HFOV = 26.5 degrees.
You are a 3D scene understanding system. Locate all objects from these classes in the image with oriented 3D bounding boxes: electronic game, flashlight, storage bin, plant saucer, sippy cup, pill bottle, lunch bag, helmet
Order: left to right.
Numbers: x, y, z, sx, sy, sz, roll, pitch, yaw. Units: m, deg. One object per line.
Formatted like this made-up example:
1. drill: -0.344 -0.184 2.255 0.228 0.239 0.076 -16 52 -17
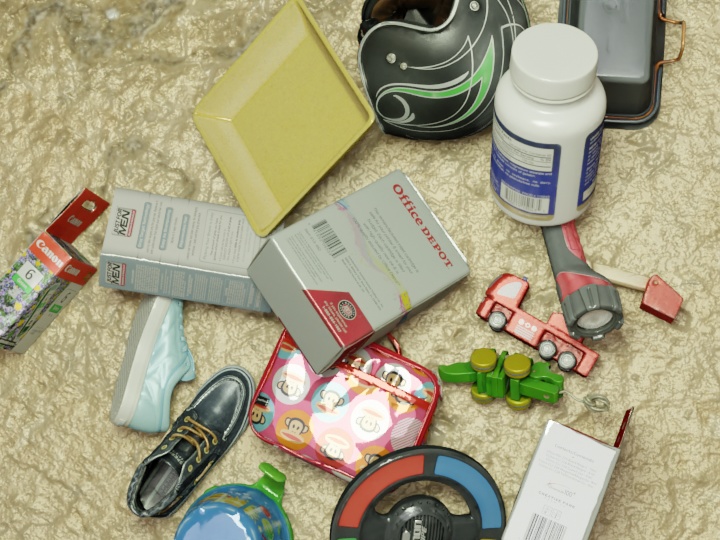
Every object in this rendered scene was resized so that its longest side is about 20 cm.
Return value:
1. sippy cup: -0.148 0.303 1.682 0.137 0.130 0.181 -2 82 5
2. plant saucer: -0.079 -0.170 1.729 0.200 0.048 0.201 -44 59 22
3. lunch bag: -0.011 0.140 1.716 0.198 0.082 0.178 24 83 6
4. electronic game: 0.063 0.283 1.666 0.197 0.042 0.203 -4 111 -11
5. helmet: 0.097 -0.247 1.691 0.188 0.200 0.203 -13 82 9
6. pill bottle: 0.199 -0.156 1.621 0.118 0.201 0.121 0 49 0
7. flashlight: 0.237 -0.022 1.676 0.068 0.067 0.202 -36 45 32
8. storage bin: 0.291 -0.270 1.702 0.143 0.134 0.203 4 84 7

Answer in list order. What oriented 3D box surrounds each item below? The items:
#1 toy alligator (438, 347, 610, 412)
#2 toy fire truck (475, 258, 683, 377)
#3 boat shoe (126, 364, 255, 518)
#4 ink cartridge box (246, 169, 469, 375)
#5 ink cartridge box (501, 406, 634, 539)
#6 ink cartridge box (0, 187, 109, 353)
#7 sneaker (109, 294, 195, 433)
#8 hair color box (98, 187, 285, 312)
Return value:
1. toy alligator: 0.186 0.118 1.701 0.197 0.060 0.054 9 41 18
2. toy fire truck: 0.244 0.040 1.712 0.198 0.049 0.142 30 87 10
3. boat shoe: -0.187 0.195 1.718 0.070 0.091 0.201 33 88 7
4. ink cartridge box: 0.000 0.000 1.680 0.199 0.083 0.147 -29 79 -34
5. ink cartridge box: 0.220 0.213 1.617 0.083 0.200 0.178 21 86 9
6. ink cartridge box: -0.353 0.003 1.751 0.050 0.109 0.200 42 89 9
7. sneaker: -0.224 0.090 1.758 0.081 0.074 0.203 21 80 -22
8. hair color box: -0.189 -0.023 1.722 0.197 0.061 0.100 10 51 -6
